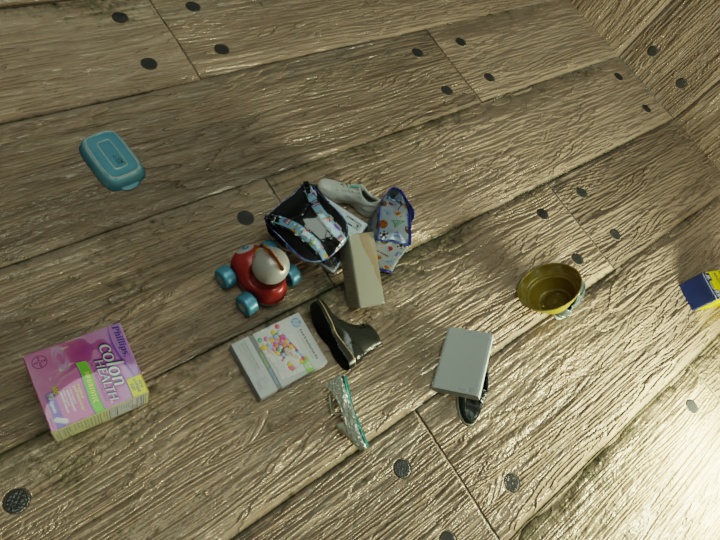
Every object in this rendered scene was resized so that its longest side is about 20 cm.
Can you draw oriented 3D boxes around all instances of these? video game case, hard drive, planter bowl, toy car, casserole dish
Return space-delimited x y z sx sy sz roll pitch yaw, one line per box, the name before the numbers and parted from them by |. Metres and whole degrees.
video game case | -0.109 -0.114 1.599 0.200 0.023 0.182 33 72 4
hard drive | 0.287 0.255 1.557 0.131 0.026 0.200 7 53 22
planter bowl | 0.604 0.076 1.759 0.084 0.200 0.201 57 47 -35
toy car | -0.246 -0.016 1.423 0.184 0.200 0.177 -35 80 -33
casserole dish | -0.671 -0.304 1.506 0.121 0.039 0.200 -33 80 -32

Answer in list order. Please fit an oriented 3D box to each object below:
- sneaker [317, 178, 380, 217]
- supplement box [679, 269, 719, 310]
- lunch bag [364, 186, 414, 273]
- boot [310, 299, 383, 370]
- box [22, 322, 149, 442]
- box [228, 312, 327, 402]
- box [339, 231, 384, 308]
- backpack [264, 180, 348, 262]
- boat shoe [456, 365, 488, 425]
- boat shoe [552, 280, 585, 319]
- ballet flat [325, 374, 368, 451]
sneaker | -0.030 -0.241 1.698 0.199 0.089 0.075 24 58 -8
supplement box | 1.307 0.068 2.055 0.199 0.110 0.109 -6 66 -25
lunch bag | 0.079 -0.121 1.627 0.123 0.170 0.201 11 57 -15
boot | -0.037 0.151 1.501 0.138 0.077 0.200 -27 89 -35
box | -0.590 0.240 1.210 0.200 0.097 0.176 -20 72 -30
box | -0.206 0.216 1.410 0.200 0.041 0.156 -24 74 -31
box | 0.000 0.000 1.537 0.078 0.095 0.201 -9 91 -23
backpack | -0.136 -0.111 1.512 0.200 0.135 0.183 44 74 7
boat shoe | 0.321 0.327 1.546 0.074 0.066 0.200 28 57 -7
boat shoe | 0.698 0.086 1.829 0.073 0.062 0.200 46 57 7
ballet flat | -0.038 0.361 1.395 0.072 0.072 0.200 -9 65 -25
